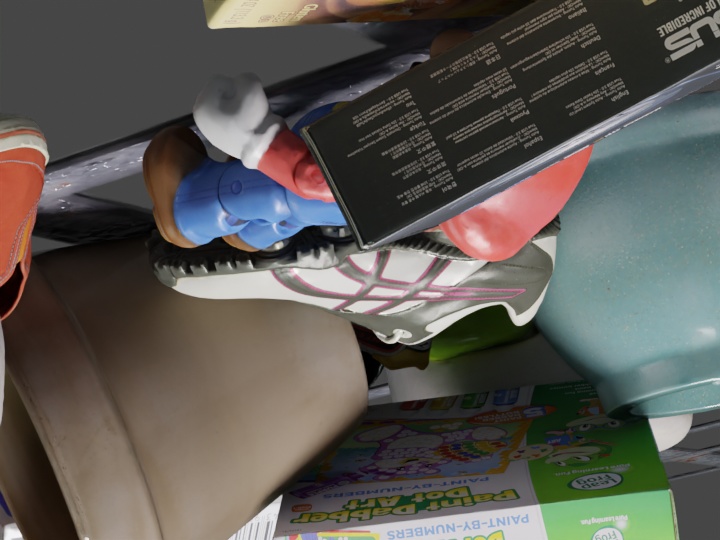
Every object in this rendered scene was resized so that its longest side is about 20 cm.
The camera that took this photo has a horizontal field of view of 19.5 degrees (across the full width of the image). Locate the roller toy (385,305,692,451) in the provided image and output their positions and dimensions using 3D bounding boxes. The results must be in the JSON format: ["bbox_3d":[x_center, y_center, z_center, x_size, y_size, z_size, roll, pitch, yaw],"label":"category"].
[{"bbox_3d":[0.111,0.066,1.304,0.199,0.140,0.182,-6,167,-22],"label":"roller toy"}]

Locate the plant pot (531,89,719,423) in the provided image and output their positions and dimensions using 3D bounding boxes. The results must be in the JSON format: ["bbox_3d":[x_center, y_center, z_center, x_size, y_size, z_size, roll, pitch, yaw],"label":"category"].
[{"bbox_3d":[0.171,0.001,1.077,0.199,0.135,0.200,-10,167,-2],"label":"plant pot"}]

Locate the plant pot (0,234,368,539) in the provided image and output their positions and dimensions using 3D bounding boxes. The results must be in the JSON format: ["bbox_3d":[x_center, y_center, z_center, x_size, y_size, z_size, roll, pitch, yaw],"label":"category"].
[{"bbox_3d":[-0.097,0.061,1.060,0.173,0.201,0.200,-22,172,-19],"label":"plant pot"}]

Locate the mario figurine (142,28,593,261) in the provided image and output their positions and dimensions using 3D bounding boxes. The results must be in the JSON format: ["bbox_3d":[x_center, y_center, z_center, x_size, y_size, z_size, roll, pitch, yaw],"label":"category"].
[{"bbox_3d":[0.008,-0.061,0.865,0.199,0.106,0.124,-7,-151,38],"label":"mario figurine"}]

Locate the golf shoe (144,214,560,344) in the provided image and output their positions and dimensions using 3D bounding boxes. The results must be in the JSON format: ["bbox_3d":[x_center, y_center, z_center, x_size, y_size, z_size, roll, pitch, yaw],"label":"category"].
[{"bbox_3d":[0.000,0.000,0.994,0.199,0.088,0.077,-7,-149,-8],"label":"golf shoe"}]

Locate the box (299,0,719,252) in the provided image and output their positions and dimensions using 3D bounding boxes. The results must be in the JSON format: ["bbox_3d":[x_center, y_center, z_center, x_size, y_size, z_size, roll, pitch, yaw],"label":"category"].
[{"bbox_3d":[0.089,-0.075,0.696,0.199,0.044,0.160,-28,179,10],"label":"box"}]

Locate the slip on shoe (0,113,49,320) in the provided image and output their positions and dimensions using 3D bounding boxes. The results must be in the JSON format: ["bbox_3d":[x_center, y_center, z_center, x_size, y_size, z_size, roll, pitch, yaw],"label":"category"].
[{"bbox_3d":[-0.165,-0.020,0.878,0.074,0.062,0.200,-6,166,-10],"label":"slip on shoe"}]

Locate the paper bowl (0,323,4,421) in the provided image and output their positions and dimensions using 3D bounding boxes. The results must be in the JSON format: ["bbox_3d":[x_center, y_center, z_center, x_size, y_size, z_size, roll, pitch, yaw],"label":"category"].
[{"bbox_3d":[-0.226,0.035,0.746,0.200,0.202,0.104,-10,167,-1],"label":"paper bowl"}]

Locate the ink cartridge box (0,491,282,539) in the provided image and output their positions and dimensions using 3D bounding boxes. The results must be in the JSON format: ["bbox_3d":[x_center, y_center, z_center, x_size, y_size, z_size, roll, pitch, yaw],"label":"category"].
[{"bbox_3d":[-0.150,0.108,1.249,0.197,0.044,0.200,-3,-154,-28],"label":"ink cartridge box"}]

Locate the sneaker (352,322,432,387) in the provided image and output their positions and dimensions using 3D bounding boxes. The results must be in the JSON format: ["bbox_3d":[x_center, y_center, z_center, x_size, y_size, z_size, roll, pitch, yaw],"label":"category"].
[{"bbox_3d":[-0.039,0.045,1.224,0.078,0.083,0.200,2,163,-45],"label":"sneaker"}]

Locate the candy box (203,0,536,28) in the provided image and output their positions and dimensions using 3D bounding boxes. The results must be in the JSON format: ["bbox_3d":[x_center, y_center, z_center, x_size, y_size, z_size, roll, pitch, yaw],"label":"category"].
[{"bbox_3d":[0.036,-0.127,0.572,0.115,0.056,0.200,-7,167,-23],"label":"candy box"}]

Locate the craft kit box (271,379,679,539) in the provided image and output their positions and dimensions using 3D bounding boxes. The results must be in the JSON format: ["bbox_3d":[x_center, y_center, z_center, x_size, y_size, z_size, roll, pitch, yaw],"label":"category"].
[{"bbox_3d":[0.059,0.113,1.113,0.199,0.049,0.198,-8,-164,3],"label":"craft kit box"}]
